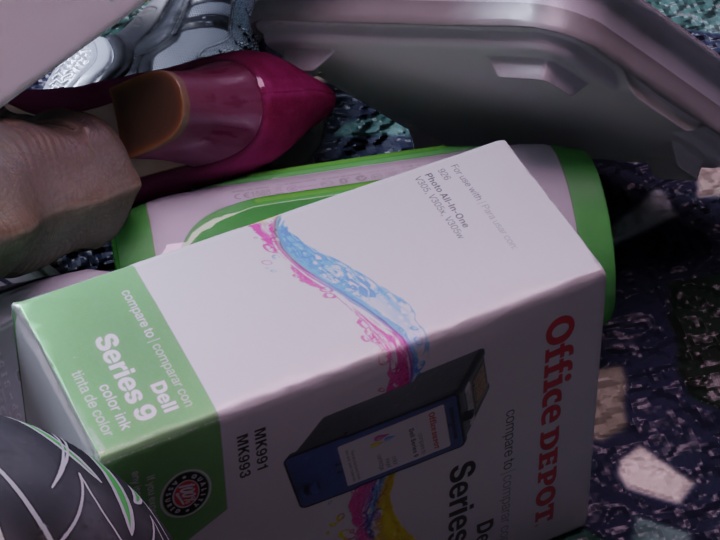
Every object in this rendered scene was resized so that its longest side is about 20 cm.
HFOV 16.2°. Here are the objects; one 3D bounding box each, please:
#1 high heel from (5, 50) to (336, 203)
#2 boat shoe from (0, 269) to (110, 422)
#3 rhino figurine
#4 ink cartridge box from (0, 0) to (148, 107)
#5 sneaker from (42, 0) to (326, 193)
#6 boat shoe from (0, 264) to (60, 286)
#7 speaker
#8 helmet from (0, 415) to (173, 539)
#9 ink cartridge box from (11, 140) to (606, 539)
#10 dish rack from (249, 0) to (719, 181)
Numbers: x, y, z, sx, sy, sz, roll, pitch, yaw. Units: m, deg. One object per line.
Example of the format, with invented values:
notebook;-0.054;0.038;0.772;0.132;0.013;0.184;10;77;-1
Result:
high heel;-0.106;-0.050;1.077;0.199;0.068;0.096;-7;-3;43
boat shoe;-0.167;0.050;0.931;0.199;0.074;0.067;-15;9;-42
rhino figurine;-0.154;-0.021;0.932;0.087;0.060;0.200;10;18;24
ink cartridge box;-0.109;-0.156;1.014;0.200;0.084;0.145;-37;20;-14
sneaker;-0.055;-0.097;1.157;0.113;0.076;0.200;20;53;22
boat shoe;-0.200;-0.013;1.041;0.200;0.074;0.065;38;31;-7
speaker;0.000;0.000;1.034;0.198;0.089;0.089;-8;42;-6
helmet;-0.142;0.135;0.791;0.199;0.200;0.191;29;84;30
ink cartridge box;-0.016;0.055;0.928;0.199;0.146;0.088;-20;49;-19
dish rack;0.058;-0.080;1.058;0.199;0.171;0.044;6;75;42
